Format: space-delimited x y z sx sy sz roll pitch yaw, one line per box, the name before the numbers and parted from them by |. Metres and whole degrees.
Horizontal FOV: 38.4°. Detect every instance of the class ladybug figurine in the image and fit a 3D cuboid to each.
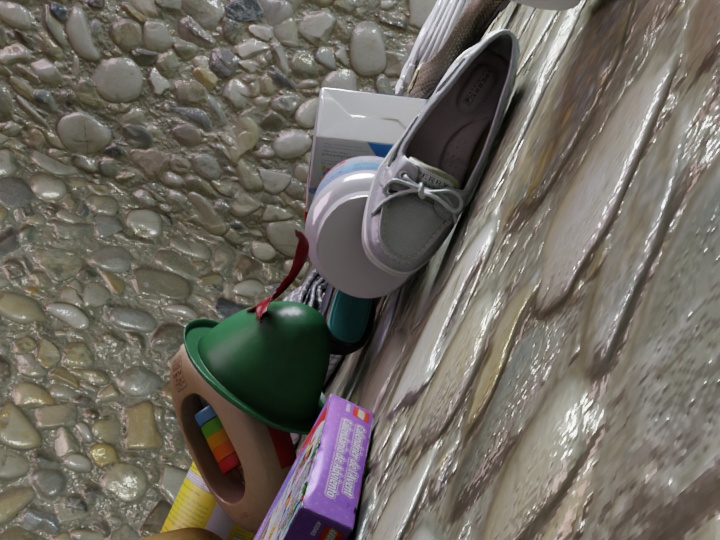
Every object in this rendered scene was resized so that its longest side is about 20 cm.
ladybug figurine | -0.121 0.157 1.019 0.072 0.201 0.136 -21 -9 -37

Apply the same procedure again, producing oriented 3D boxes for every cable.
cable | 0.125 -0.329 1.393 0.201 0.069 0.201 -61 5 35

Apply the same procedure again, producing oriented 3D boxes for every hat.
hat | -0.052 0.035 0.948 0.177 0.165 0.200 -58 24 13

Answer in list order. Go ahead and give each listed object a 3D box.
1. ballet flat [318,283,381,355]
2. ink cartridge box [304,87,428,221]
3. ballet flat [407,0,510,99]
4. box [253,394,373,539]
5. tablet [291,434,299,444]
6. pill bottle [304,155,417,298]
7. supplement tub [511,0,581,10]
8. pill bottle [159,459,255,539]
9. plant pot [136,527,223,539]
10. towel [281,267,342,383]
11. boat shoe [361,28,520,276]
ballet flat | 0.000 0.000 1.052 0.073 0.072 0.201 124 168 -62
ink cartridge box | 0.001 -0.106 1.129 0.201 0.115 0.068 103 171 -60
ballet flat | 0.108 -0.258 1.114 0.200 0.046 0.067 -49 3 33
box | -0.054 0.204 0.726 0.137 0.039 0.201 -76 12 -65
tablet | -0.132 0.210 1.306 0.129 0.014 0.200 -26 8 3
pill bottle | 0.006 -0.039 0.912 0.110 0.108 0.200 -63 5 11
supplement tub | 0.124 -0.282 0.640 0.202 0.144 0.145 -64 4 0
pill bottle | -0.159 0.283 1.106 0.202 0.103 0.104 -65 5 -8
plant pot | -0.187 0.319 0.943 0.188 0.185 0.200 -63 -9 19
towel | -0.056 0.061 1.248 0.166 0.085 0.201 -60 6 38
boat shoe | 0.063 -0.091 0.787 0.203 0.074 0.065 -59 -1 -12
